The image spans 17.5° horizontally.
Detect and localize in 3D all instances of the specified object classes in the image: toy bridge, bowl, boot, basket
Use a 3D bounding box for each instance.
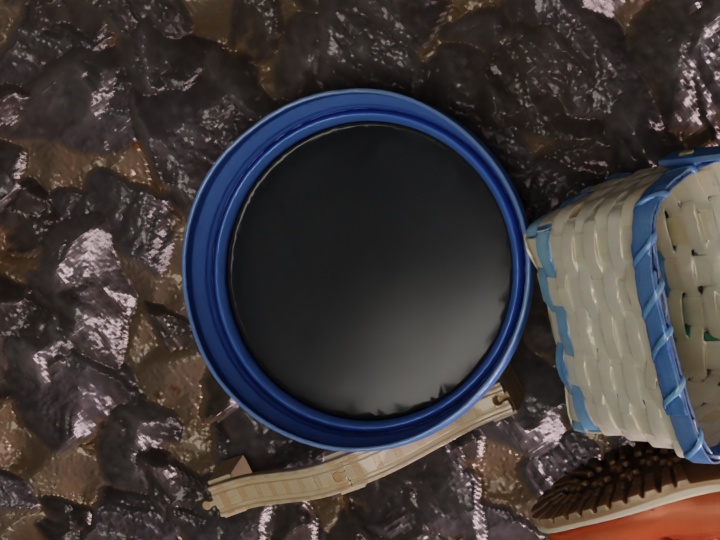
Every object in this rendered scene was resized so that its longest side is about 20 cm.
[{"bbox_3d":[-0.004,0.105,1.355,0.200,0.067,0.027,-21,102,18],"label":"toy bridge"},{"bbox_3d":[0.000,0.000,1.304,0.200,0.039,0.201,0,89,16],"label":"bowl"},{"bbox_3d":[0.200,0.146,1.320,0.200,0.075,0.107,-11,110,15],"label":"boot"},{"bbox_3d":[0.196,0.012,1.226,0.200,0.139,0.176,4,112,44],"label":"basket"}]
